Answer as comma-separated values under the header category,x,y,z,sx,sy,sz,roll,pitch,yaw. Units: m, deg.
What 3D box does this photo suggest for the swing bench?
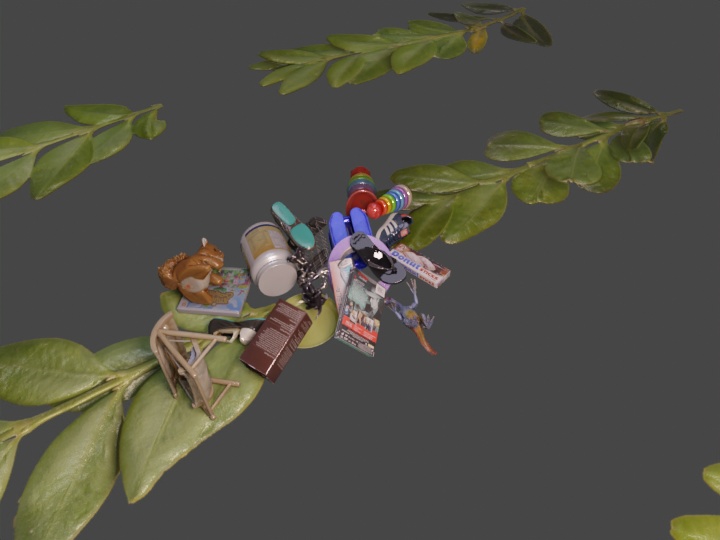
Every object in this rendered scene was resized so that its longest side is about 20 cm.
category,x,y,z,sx,sy,sz,roll,pitch,yaw
swing bench,-0.433,0.242,1.483,0.196,0.202,0.130,19,49,22

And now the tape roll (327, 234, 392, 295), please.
category,x,y,z,sx,sy,sz,roll,pitch,yaw
tape roll,0.000,0.000,1.714,0.194,0.066,0.206,1,76,-3

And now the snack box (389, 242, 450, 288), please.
category,x,y,z,sx,sy,sz,roll,pitch,yaw
snack box,0.179,-0.018,1.810,0.198,0.025,0.072,31,55,30

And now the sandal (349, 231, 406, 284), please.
category,x,y,z,sx,sy,sz,roll,pitch,yaw
sandal,0.047,-0.033,1.670,0.199,0.043,0.076,39,77,6

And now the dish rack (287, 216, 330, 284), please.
category,x,y,z,sx,sy,sz,roll,pitch,yaw
dish rack,-0.156,-0.058,1.808,0.153,0.054,0.203,-39,49,25

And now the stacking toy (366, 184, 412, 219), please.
category,x,y,z,sx,sy,sz,roll,pitch,yaw
stacking toy,0.089,-0.218,1.936,0.084,0.087,0.199,27,38,27

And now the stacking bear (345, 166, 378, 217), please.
category,x,y,z,sx,sy,sz,roll,pitch,yaw
stacking bear,0.003,-0.288,2.031,0.118,0.116,0.202,-4,41,0

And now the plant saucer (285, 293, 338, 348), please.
category,x,y,z,sx,sy,sz,roll,pitch,yaw
plant saucer,-0.152,0.149,1.670,0.194,0.031,0.203,-3,46,3

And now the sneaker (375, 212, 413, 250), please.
category,x,y,z,sx,sy,sz,roll,pitch,yaw
sneaker,0.112,-0.117,1.869,0.083,0.076,0.202,5,45,27

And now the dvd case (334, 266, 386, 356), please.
category,x,y,z,sx,sy,sz,roll,pitch,yaw
dvd case,0.004,0.113,1.583,0.022,0.145,0.204,-7,61,42

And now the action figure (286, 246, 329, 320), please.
category,x,y,z,sx,sy,sz,roll,pitch,yaw
action figure,-0.134,0.032,1.657,0.100,0.119,0.203,-19,74,-24

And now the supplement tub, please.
category,x,y,z,sx,sy,sz,roll,pitch,yaw
supplement tub,-0.279,-0.035,1.776,0.141,0.146,0.202,-18,47,-13

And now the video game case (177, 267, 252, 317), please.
category,x,y,z,sx,sy,sz,roll,pitch,yaw
video game case,-0.439,0.060,1.782,0.195,0.022,0.185,4,47,7

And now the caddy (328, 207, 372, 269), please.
category,x,y,z,sx,sy,sz,roll,pitch,yaw
caddy,-0.029,-0.097,1.843,0.138,0.106,0.204,-13,62,-4

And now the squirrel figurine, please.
category,x,y,z,sx,sy,sz,roll,pitch,yaw
squirrel figurine,-0.506,-0.016,1.756,0.194,0.144,0.189,3,39,4

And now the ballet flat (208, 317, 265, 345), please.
category,x,y,z,sx,sy,sz,roll,pitch,yaw
ballet flat,-0.341,0.175,1.641,0.195,0.069,0.070,-1,54,18

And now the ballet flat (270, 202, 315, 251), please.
category,x,y,z,sx,sy,sz,roll,pitch,yaw
ballet flat,-0.203,-0.125,1.778,0.067,0.069,0.201,-30,68,-23

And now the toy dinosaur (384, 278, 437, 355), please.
category,x,y,z,sx,sy,sz,roll,pitch,yaw
toy dinosaur,0.123,0.133,1.639,0.103,0.206,0.181,-10,6,-20

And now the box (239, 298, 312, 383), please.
category,x,y,z,sx,sy,sz,roll,pitch,yaw
box,-0.225,0.189,1.573,0.099,0.075,0.202,24,67,26

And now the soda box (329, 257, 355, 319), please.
category,x,y,z,sx,sy,sz,roll,pitch,yaw
soda box,-0.036,0.069,1.626,0.067,0.205,0.064,-10,2,5
